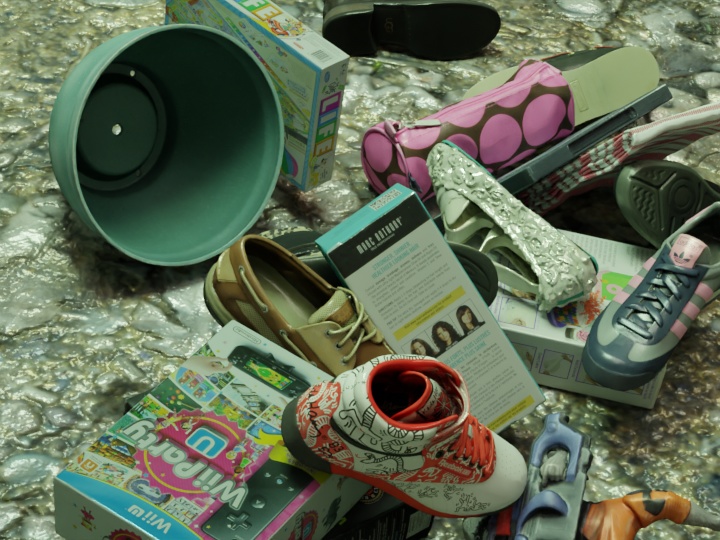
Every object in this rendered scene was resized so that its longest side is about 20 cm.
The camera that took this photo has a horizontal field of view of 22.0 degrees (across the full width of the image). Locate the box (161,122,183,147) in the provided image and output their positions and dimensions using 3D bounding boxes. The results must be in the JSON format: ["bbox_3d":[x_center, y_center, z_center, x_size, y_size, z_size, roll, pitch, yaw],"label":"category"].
[{"bbox_3d":[-0.108,-0.163,1.745,0.110,0.035,0.200,13,41,4],"label":"box"}]

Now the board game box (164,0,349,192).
[{"bbox_3d":[-0.097,-0.177,1.633,0.034,0.135,0.200,-29,54,-36],"label":"board game box"}]

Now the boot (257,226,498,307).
[{"bbox_3d":[-0.001,-0.001,1.503,0.203,0.074,0.154,-4,13,-8],"label":"boot"}]

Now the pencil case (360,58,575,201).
[{"bbox_3d":[0.101,-0.129,1.682,0.200,0.094,0.091,-26,44,-25],"label":"pencil case"}]

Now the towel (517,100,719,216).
[{"bbox_3d":[0.243,-0.099,1.634,0.146,0.200,0.030,-20,84,-29],"label":"towel"}]

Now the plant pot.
[{"bbox_3d":[-0.184,-0.115,1.577,0.200,0.201,0.134,-21,23,-31],"label":"plant pot"}]

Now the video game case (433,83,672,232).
[{"bbox_3d":[0.173,-0.101,1.660,0.200,0.143,0.019,-32,92,-37],"label":"video game case"}]

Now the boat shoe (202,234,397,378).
[{"bbox_3d":[-0.028,0.049,1.363,0.200,0.074,0.076,36,50,4],"label":"boat shoe"}]

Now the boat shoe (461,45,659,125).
[{"bbox_3d":[0.187,-0.170,1.793,0.201,0.074,0.063,-16,7,-12],"label":"boat shoe"}]

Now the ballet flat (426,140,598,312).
[{"bbox_3d":[0.110,-0.036,1.533,0.072,0.072,0.200,-25,51,-33],"label":"ballet flat"}]

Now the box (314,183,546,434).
[{"bbox_3d":[0.054,0.039,1.415,0.082,0.200,0.049,-35,17,-5],"label":"box"}]

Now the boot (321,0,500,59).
[{"bbox_3d":[0.036,-0.295,1.899,0.199,0.069,0.174,0,42,-7],"label":"boot"}]

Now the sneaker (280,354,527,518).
[{"bbox_3d":[0.056,0.113,1.249,0.201,0.108,0.067,19,58,-29],"label":"sneaker"}]

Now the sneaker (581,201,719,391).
[{"bbox_3d":[0.242,0.014,1.483,0.070,0.082,0.200,29,48,19],"label":"sneaker"}]

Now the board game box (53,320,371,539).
[{"bbox_3d":[-0.092,0.140,1.283,0.147,0.064,0.200,28,46,21],"label":"board game box"}]

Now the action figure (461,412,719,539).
[{"bbox_3d":[0.159,0.217,1.339,0.193,0.105,0.200,15,65,18],"label":"action figure"}]

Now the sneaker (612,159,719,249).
[{"bbox_3d":[0.269,-0.055,1.625,0.199,0.077,0.114,10,3,-41],"label":"sneaker"}]

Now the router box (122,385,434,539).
[{"bbox_3d":[-0.063,0.147,1.375,0.150,0.062,0.200,-24,51,-31],"label":"router box"}]

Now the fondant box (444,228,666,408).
[{"bbox_3d":[0.159,0.029,1.557,0.199,0.058,0.144,12,41,4],"label":"fondant box"}]
